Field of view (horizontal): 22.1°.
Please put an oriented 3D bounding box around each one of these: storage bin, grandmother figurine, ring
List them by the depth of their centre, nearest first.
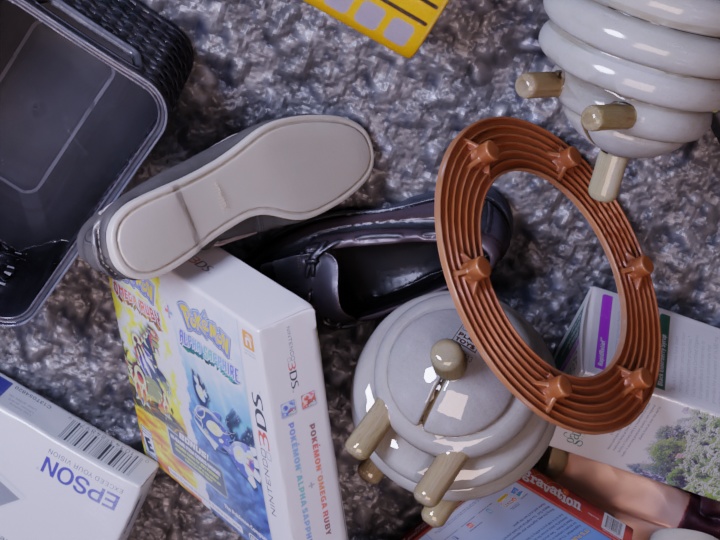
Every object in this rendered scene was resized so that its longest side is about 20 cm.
[{"bbox_3d":[0.118,-0.001,1.083,0.019,0.200,0.200,-26,114,39],"label":"ring"},{"bbox_3d":[-0.209,-0.083,1.130,0.135,0.094,0.200,33,116,-12],"label":"storage bin"},{"bbox_3d":[0.211,0.174,1.247,0.200,0.061,0.121,17,134,-1],"label":"grandmother figurine"}]

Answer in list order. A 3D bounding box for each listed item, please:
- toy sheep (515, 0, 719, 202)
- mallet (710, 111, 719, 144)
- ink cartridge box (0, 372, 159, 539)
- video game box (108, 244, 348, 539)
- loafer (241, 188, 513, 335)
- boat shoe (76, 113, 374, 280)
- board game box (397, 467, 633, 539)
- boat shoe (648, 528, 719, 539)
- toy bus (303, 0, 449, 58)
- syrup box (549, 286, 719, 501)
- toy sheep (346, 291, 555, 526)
[{"bbox_3d":[0.160,-0.133,1.044,0.138,0.138,0.200,17,113,-4],"label":"toy sheep"},{"bbox_3d":[0.250,-0.032,1.148,0.066,0.041,0.200,-34,105,24],"label":"mallet"},{"bbox_3d":[-0.261,0.167,1.275,0.199,0.041,0.200,28,118,6],"label":"ink cartridge box"},{"bbox_3d":[-0.087,0.074,1.154,0.047,0.200,0.182,-21,120,-29],"label":"video game box"},{"bbox_3d":[0.000,0.000,1.170,0.200,0.063,0.072,-19,114,15],"label":"loafer"},{"bbox_3d":[-0.083,-0.049,1.117,0.057,0.200,0.067,5,115,53],"label":"boat shoe"},{"bbox_3d":[0.086,0.197,1.255,0.103,0.019,0.200,33,137,-10],"label":"board game box"},{"bbox_3d":[0.216,0.243,1.242,0.073,0.063,0.200,5,147,14],"label":"boat shoe"},{"bbox_3d":[-0.037,-0.208,1.062,0.200,0.065,0.078,28,119,-10],"label":"toy bus"},{"bbox_3d":[0.222,0.089,1.178,0.200,0.081,0.079,19,135,-3],"label":"syrup box"},{"bbox_3d":[0.055,0.077,1.109,0.138,0.200,0.138,0,77,1],"label":"toy sheep"}]
